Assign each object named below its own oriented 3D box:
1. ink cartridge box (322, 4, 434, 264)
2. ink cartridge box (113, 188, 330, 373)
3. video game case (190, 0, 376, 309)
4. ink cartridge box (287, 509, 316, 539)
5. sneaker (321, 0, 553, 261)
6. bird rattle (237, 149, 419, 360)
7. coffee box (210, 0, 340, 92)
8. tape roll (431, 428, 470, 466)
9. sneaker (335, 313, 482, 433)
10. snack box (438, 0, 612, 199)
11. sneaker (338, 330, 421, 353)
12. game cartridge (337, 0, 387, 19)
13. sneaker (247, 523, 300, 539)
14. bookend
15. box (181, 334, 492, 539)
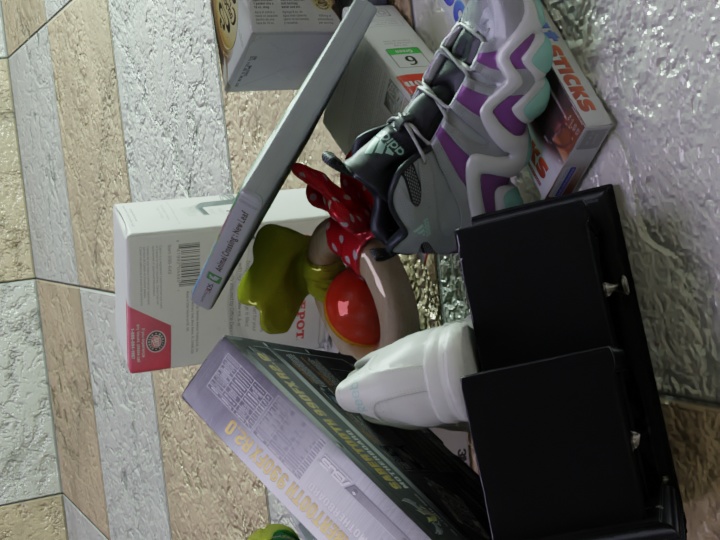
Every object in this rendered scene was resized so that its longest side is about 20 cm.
[{"bbox_3d":[0.036,-0.110,0.952,0.200,0.050,0.109,57,146,42],"label":"ink cartridge box"},{"bbox_3d":[-0.132,0.007,1.179,0.085,0.199,0.147,-128,37,-57],"label":"ink cartridge box"},{"bbox_3d":[-0.061,-0.086,0.934,0.201,0.022,0.182,-63,5,-31],"label":"video game case"},{"bbox_3d":[-0.036,0.220,1.085,0.163,0.057,0.201,52,171,50],"label":"ink cartridge box"},{"bbox_3d":[0.041,-0.092,0.769,0.078,0.139,0.201,-134,40,-54],"label":"sneaker"},{"bbox_3d":[0.000,0.000,0.943,0.200,0.112,0.164,-38,77,54],"label":"bird rattle"},{"bbox_3d":[-0.081,-0.266,1.034,0.113,0.079,0.201,138,124,-66],"label":"coffee box"},{"bbox_3d":[0.094,0.153,0.902,0.200,0.048,0.202,172,90,-66],"label":"tape roll"},{"bbox_3d":[0.037,0.067,0.744,0.200,0.088,0.076,31,-132,-73],"label":"sneaker"},{"bbox_3d":[0.103,-0.147,0.817,0.072,0.024,0.201,112,142,-51],"label":"snack box"},{"bbox_3d":[0.006,0.096,1.031,0.076,0.090,0.201,160,102,-71],"label":"sneaker"},{"bbox_3d":[-0.028,-0.275,1.064,0.130,0.038,0.201,107,147,-51],"label":"game cartridge"},{"bbox_3d":[-0.048,0.321,1.066,0.201,0.074,0.084,63,175,-4],"label":"sneaker"},{"bbox_3d":[0.109,0.047,0.663,0.199,0.092,0.201,19,-121,-75],"label":"bookend"},{"bbox_3d":[0.010,0.123,0.728,0.200,0.158,0.048,41,102,26],"label":"box"}]
